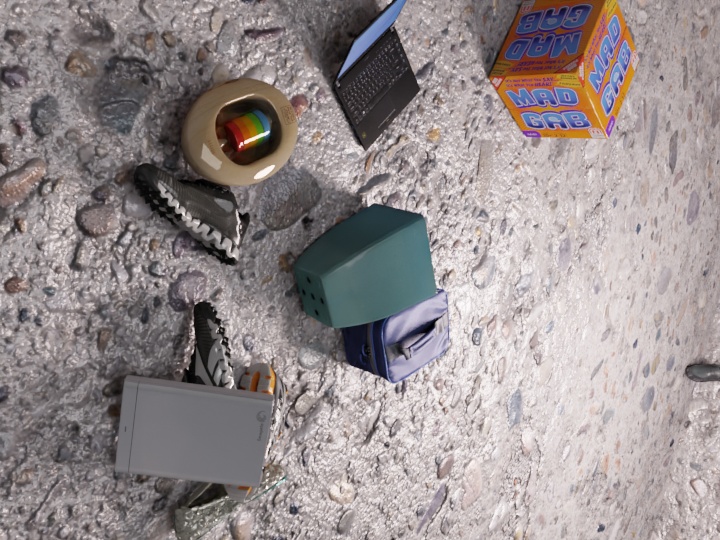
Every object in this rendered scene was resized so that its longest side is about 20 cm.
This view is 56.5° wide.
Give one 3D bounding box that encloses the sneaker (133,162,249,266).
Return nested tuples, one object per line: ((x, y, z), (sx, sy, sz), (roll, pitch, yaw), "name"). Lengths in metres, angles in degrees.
((-0.219, -0.094, 0.905), (0.200, 0.065, 0.092), (46, 65, -44), "sneaker")

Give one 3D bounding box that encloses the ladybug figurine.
((-0.167, -0.186, 0.918), (0.199, 0.071, 0.139), (-31, 107, -43), "ladybug figurine")

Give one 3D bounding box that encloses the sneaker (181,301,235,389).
((-0.220, 0.149, 0.941), (0.088, 0.066, 0.205), (-14, 96, -11), "sneaker")

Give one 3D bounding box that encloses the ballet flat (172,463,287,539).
((-0.197, 0.335, 1.019), (0.198, 0.071, 0.074), (-26, 116, -39), "ballet flat")

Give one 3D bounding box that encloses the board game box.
((0.421, -0.415, 1.374), (0.199, 0.197, 0.203), (40, 70, -42), "board game box")

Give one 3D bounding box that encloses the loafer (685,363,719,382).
((1.283, 0.372, 2.455), (0.195, 0.071, 0.070), (5, 66, -16), "loafer")

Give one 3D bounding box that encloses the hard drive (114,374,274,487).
((-0.223, 0.219, 0.902), (0.195, 0.027, 0.135), (9, 105, -10), "hard drive")

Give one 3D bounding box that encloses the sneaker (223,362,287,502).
((-0.152, 0.248, 1.018), (0.077, 0.077, 0.205), (43, 54, -52), "sneaker")

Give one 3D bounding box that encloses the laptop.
((0.047, -0.329, 1.090), (0.178, 0.102, 0.202), (-49, 129, -25), "laptop")

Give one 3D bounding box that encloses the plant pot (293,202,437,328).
((0.000, 0.000, 1.094), (0.197, 0.140, 0.145), (-26, 117, -30), "plant pot")

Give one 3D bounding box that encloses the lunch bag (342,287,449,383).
((0.066, 0.104, 1.181), (0.198, 0.131, 0.139), (-27, 117, -38), "lunch bag")
